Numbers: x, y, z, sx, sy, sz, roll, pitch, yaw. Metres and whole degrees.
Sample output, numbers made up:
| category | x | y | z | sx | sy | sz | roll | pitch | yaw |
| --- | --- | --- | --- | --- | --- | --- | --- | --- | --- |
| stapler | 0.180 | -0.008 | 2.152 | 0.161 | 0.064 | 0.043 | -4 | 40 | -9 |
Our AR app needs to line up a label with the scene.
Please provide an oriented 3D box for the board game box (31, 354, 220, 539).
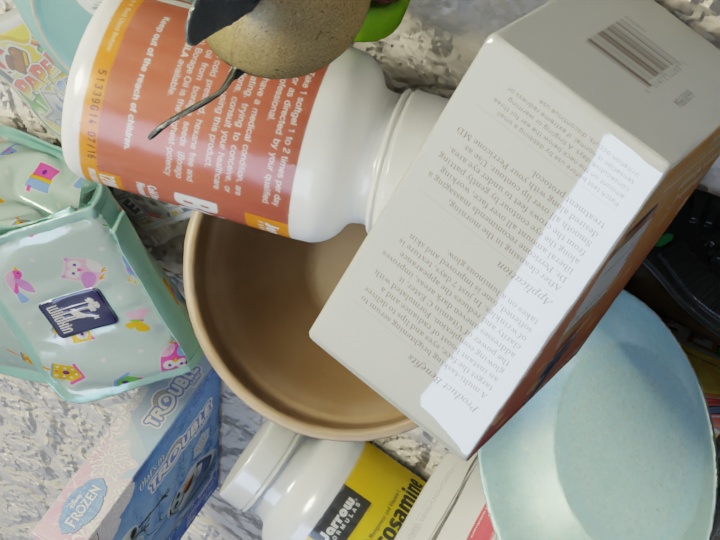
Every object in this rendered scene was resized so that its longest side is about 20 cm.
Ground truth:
| category | x | y | z | sx | sy | sz | roll | pitch | yaw |
| --- | --- | --- | --- | --- | --- | --- | --- | --- | --- |
| board game box | -0.175 | 0.182 | 1.470 | 0.043 | 0.200 | 0.199 | 26 | 146 | 14 |

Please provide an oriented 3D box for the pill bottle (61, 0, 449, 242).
| category | x | y | z | sx | sy | sz | roll | pitch | yaw |
| --- | --- | --- | --- | --- | --- | --- | --- | --- | --- |
| pill bottle | -0.056 | -0.080 | 1.061 | 0.200 | 0.112 | 0.112 | 16 | 144 | 7 |

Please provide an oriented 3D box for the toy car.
| category | x | y | z | sx | sy | sz | roll | pitch | yaw |
| --- | --- | --- | --- | --- | --- | --- | --- | --- | --- |
| toy car | -0.051 | -0.156 | 0.947 | 0.158 | 0.200 | 0.164 | 30 | 146 | 5 |

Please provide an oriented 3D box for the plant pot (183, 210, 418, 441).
| category | x | y | z | sx | sy | sz | roll | pitch | yaw |
| --- | --- | --- | --- | --- | --- | --- | --- | --- | --- |
| plant pot | 0.000 | 0.000 | 1.158 | 0.201 | 0.201 | 0.093 | 26 | -175 | 10 |

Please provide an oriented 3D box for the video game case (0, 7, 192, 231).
| category | x | y | z | sx | sy | sz | roll | pitch | yaw |
| --- | --- | --- | --- | --- | --- | --- | --- | --- | --- |
| video game case | -0.137 | -0.111 | 1.232 | 0.200 | 0.023 | 0.182 | -13 | 125 | 47 |

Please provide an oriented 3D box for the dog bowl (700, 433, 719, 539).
| category | x | y | z | sx | sy | sz | roll | pitch | yaw |
| --- | --- | --- | --- | --- | --- | --- | --- | --- | --- |
| dog bowl | 0.278 | 0.128 | 1.078 | 0.200 | 0.059 | 0.200 | -8 | 136 | -8 |

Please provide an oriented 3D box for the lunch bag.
| category | x | y | z | sx | sy | sz | roll | pitch | yaw |
| --- | --- | --- | --- | --- | --- | --- | --- | --- | --- |
| lunch bag | -0.213 | -0.003 | 1.329 | 0.200 | 0.122 | 0.170 | 13 | 142 | 40 |

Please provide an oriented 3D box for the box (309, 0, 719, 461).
| category | x | y | z | sx | sy | sz | roll | pitch | yaw |
| --- | --- | --- | --- | --- | --- | --- | --- | --- | --- |
| box | 0.090 | -0.030 | 0.965 | 0.106 | 0.152 | 0.200 | 38 | 124 | 11 |

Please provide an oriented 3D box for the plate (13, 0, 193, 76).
| category | x | y | z | sx | sy | sz | roll | pitch | yaw |
| --- | --- | --- | --- | --- | --- | --- | --- | --- | --- |
| plate | -0.135 | -0.146 | 1.147 | 0.200 | 0.026 | 0.200 | 21 | 145 | 16 |

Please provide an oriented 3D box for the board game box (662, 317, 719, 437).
| category | x | y | z | sx | sy | sz | roll | pitch | yaw |
| --- | --- | --- | --- | --- | --- | --- | --- | --- | --- |
| board game box | 0.197 | 0.091 | 1.161 | 0.200 | 0.034 | 0.135 | 25 | 131 | 9 |

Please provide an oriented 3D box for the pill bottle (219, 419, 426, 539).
| category | x | y | z | sx | sy | sz | roll | pitch | yaw |
| --- | --- | --- | --- | --- | --- | --- | --- | --- | --- |
| pill bottle | -0.001 | 0.190 | 1.418 | 0.200 | 0.112 | 0.112 | 35 | 146 | -4 |

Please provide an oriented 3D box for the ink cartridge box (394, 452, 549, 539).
| category | x | y | z | sx | sy | sz | roll | pitch | yaw |
| --- | --- | --- | --- | --- | --- | --- | --- | --- | --- |
| ink cartridge box | 0.124 | 0.188 | 1.257 | 0.146 | 0.085 | 0.200 | 33 | 165 | -10 |

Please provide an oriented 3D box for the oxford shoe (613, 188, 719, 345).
| category | x | y | z | sx | sy | sz | roll | pitch | yaw |
| --- | --- | --- | --- | --- | --- | --- | --- | --- | --- |
| oxford shoe | 0.172 | -0.004 | 1.079 | 0.200 | 0.073 | 0.084 | 37 | 151 | 16 |

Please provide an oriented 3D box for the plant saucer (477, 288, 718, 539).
| category | x | y | z | sx | sy | sz | roll | pitch | yaw |
| --- | --- | --- | --- | --- | --- | --- | --- | --- | --- |
| plant saucer | 0.142 | 0.103 | 1.083 | 0.201 | 0.039 | 0.201 | 7 | 99 | 55 |
